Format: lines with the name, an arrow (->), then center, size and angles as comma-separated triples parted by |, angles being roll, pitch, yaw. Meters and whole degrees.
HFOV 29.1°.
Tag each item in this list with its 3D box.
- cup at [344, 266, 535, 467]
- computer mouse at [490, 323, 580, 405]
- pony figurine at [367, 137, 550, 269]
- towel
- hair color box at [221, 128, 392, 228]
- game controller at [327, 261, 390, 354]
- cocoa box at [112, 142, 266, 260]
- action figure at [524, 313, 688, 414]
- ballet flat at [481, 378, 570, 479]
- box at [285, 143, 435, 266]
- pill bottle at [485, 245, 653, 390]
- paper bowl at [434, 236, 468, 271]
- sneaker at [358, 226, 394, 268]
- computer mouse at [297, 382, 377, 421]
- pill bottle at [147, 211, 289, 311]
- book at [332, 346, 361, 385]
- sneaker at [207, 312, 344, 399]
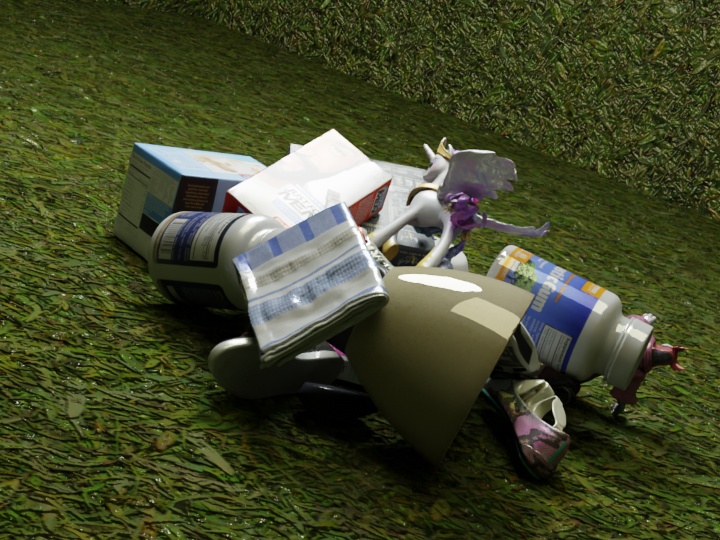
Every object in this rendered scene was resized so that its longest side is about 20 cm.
cup -> 0.068, 0.077, 1.412 | 0.142, 0.202, 0.200 | 30, 16, 6
computer mouse -> 0.171, 0.087, 1.573 | 0.108, 0.044, 0.200 | 7, -28, 33
pony figurine -> 0.113, -0.071, 1.705 | 0.192, 0.201, 0.167 | 20, -26, 35
towel -> -0.056, 0.010, 1.422 | 0.024, 0.146, 0.201 | 60, 4, -34
hair color box -> -0.066, -0.086, 1.717 | 0.111, 0.064, 0.199 | 39, 47, 18
game controller -> -0.025, 0.027, 1.562 | 0.042, 0.106, 0.200 | 16, 8, -32
cocoa box -> -0.206, -0.082, 1.858 | 0.198, 0.133, 0.133 | 3, 20, -42
action figure -> 0.306, 0.095, 1.726 | 0.197, 0.136, 0.149 | -3, -24, 24
ballet flat -> 0.190, 0.160, 1.537 | 0.069, 0.071, 0.200 | 48, 5, -21
box -> -0.004, -0.080, 1.815 | 0.197, 0.051, 0.159 | 9, 44, -12
pill bottle -> 0.240, 0.060, 1.642 | 0.198, 0.113, 0.112 | 26, 17, 16
paper bowl -> 0.068, 0.009, 1.898 | 0.198, 0.106, 0.201 | 15, 15, -4
sneaker -> 0.000, 0.000, 1.620 | 0.069, 0.095, 0.200 | -17, 9, -16
computer mouse -> 0.015, 0.150, 1.487 | 0.198, 0.035, 0.058 | 13, -2, -35
pill bottle -> -0.145, -0.010, 1.604 | 0.198, 0.113, 0.110 | 5, 3, 43
book -> -0.023, 0.089, 1.623 | 0.197, 0.049, 0.134 | 16, 17, 0
sneaker -> -0.110, 0.078, 1.476 | 0.099, 0.071, 0.199 | 46, 21, 30
